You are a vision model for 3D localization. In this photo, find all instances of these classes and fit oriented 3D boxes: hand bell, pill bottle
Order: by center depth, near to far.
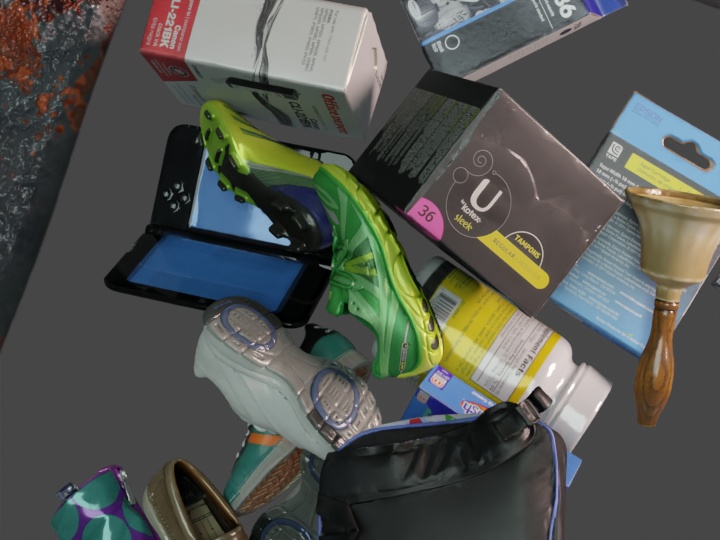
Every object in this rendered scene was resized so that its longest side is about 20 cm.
[{"bbox_3d":[0.263,0.036,1.018,0.103,0.104,0.202,9,102,10],"label":"hand bell"},{"bbox_3d":[0.120,0.086,1.073,0.199,0.114,0.115,34,92,10],"label":"pill bottle"}]

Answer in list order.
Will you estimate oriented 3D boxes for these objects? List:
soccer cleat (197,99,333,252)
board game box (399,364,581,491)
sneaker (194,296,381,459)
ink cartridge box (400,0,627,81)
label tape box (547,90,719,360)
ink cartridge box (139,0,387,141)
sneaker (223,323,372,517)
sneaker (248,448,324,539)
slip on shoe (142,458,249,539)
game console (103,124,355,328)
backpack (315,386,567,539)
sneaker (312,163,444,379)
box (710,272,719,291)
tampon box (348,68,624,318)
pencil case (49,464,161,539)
[{"bbox_3d":[-0.079,-0.093,1.109,0.083,0.065,0.200,-26,58,-32],"label":"soccer cleat"},{"bbox_3d":[0.084,0.203,1.055,0.151,0.045,0.201,32,126,11],"label":"board game box"},{"bbox_3d":[-0.062,0.110,1.031,0.200,0.074,0.087,41,133,10],"label":"sneaker"},{"bbox_3d":[0.147,-0.257,1.132,0.199,0.039,0.100,-26,81,6],"label":"ink cartridge box"},{"bbox_3d":[0.256,-0.038,1.084,0.144,0.063,0.201,32,92,9],"label":"label tape box"},{"bbox_3d":[-0.086,-0.198,1.108,0.198,0.144,0.085,12,80,10],"label":"ink cartridge box"},{"bbox_3d":[-0.074,0.141,1.130,0.080,0.071,0.201,41,97,27],"label":"sneaker"},{"bbox_3d":[-0.034,0.218,1.110,0.074,0.087,0.201,39,111,18],"label":"sneaker"},{"bbox_3d":[-0.127,0.261,1.089,0.201,0.076,0.061,53,134,20],"label":"slip on shoe"},{"bbox_3d":[-0.119,-0.047,1.122,0.198,0.116,0.178,12,88,10],"label":"game console"},{"bbox_3d":[0.064,0.198,0.918,0.188,0.154,0.202,0,73,12],"label":"backpack"},{"bbox_3d":[0.000,0.000,1.007,0.083,0.074,0.202,-26,79,6],"label":"sneaker"},{"bbox_3d":[0.435,-0.025,1.066,0.136,0.038,0.201,39,93,10],"label":"box"},{"bbox_3d":[0.101,-0.074,1.023,0.149,0.200,0.127,37,93,-19],"label":"tampon box"},{"bbox_3d":[-0.208,0.281,1.129,0.092,0.085,0.200,-45,81,11],"label":"pencil case"}]
